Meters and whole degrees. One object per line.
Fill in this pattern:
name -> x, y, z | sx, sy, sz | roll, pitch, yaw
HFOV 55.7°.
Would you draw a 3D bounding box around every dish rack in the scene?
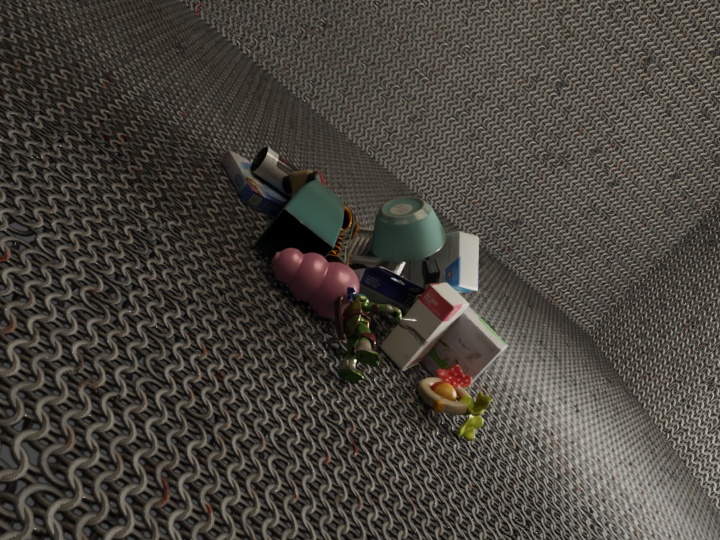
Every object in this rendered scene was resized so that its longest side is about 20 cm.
dish rack -> -0.016, -0.063, 1.830 | 0.197, 0.044, 0.172 | 8, 31, 13

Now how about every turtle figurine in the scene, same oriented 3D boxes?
turtle figurine -> 0.028, 0.143, 1.398 | 0.195, 0.142, 0.201 | -78, 147, -52

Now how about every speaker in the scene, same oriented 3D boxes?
speaker -> -0.199, -0.249, 1.851 | 0.199, 0.081, 0.081 | 34, 18, -29

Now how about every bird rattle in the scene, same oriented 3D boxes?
bird rattle -> 0.209, 0.281, 1.568 | 0.161, 0.114, 0.200 | 13, 26, -27

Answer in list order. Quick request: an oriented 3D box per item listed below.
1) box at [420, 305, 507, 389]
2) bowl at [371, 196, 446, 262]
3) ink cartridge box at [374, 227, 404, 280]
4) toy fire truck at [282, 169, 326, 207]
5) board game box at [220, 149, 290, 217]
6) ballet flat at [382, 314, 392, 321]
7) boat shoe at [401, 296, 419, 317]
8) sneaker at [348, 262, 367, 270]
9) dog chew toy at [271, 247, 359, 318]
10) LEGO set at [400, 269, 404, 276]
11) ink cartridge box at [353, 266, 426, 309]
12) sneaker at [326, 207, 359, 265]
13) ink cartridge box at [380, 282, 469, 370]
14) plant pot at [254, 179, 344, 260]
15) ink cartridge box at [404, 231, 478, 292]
box -> 0.238, 0.184, 1.730 | 0.200, 0.177, 0.096 | 45, 17, 16
bowl -> 0.116, -0.117, 1.743 | 0.201, 0.198, 0.106 | -109, -173, -59
ink cartridge box -> 0.082, -0.068, 1.928 | 0.066, 0.202, 0.115 | 23, 4, -46
toy fire truck -> -0.108, -0.167, 1.810 | 0.200, 0.127, 0.179 | 1, 86, -73
board game box -> -0.264, -0.221, 1.847 | 0.199, 0.043, 0.200 | 25, 22, -46
ballet flat -> 0.086, 0.087, 1.860 | 0.067, 0.046, 0.200 | 41, 16, -1
boat shoe -> 0.159, 0.093, 1.939 | 0.200, 0.066, 0.075 | -69, 140, -69
sneaker -> 0.000, 0.000, 1.819 | 0.074, 0.082, 0.200 | 38, 17, -11
dog chew toy -> -0.102, 0.019, 1.486 | 0.199, 0.125, 0.125 | 30, 18, -11
LEGO set -> 0.135, -0.067, 2.234 | 0.200, 0.116, 0.153 | 49, 18, 22
ink cartridge box -> 0.032, 0.048, 1.627 | 0.199, 0.199, 0.041 | 26, 65, -42
sneaker -> -0.061, -0.072, 1.727 | 0.077, 0.202, 0.077 | 9, -26, 13
ink cartridge box -> 0.154, 0.131, 1.631 | 0.083, 0.201, 0.146 | 43, 16, 16
plant pot -> -0.124, -0.112, 1.597 | 0.141, 0.141, 0.201 | 38, 39, -11
ink cartridge box -> 0.213, -0.014, 1.820 | 0.083, 0.199, 0.147 | 10, 77, -40
